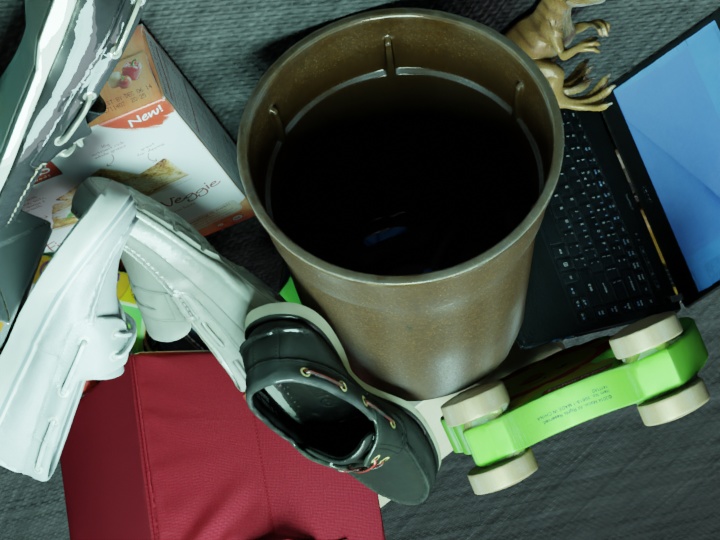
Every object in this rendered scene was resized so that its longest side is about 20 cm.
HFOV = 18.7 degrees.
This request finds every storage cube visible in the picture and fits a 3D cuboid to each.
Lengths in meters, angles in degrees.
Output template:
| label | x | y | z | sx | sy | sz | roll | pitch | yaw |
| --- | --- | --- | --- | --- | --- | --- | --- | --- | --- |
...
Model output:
| label | x | y | z | sx | sy | sz | roll | pitch | yaw |
| --- | --- | --- | --- | --- | --- | --- | --- | --- | --- |
| storage cube | -0.096 | 0.161 | 1.507 | 0.170 | 0.181 | 0.200 | -2 | 162 | -26 |

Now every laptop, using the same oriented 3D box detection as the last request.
| label | x | y | z | sx | sy | sz | roll | pitch | yaw |
| --- | --- | --- | --- | --- | --- | --- | --- | --- | --- |
| laptop | 0.180 | -0.064 | 1.504 | 0.198 | 0.178 | 0.103 | -12 | 156 | -19 |

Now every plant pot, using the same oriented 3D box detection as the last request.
| label | x | y | z | sx | sy | sz | roll | pitch | yaw |
| --- | --- | --- | --- | --- | --- | --- | --- | --- | --- |
| plant pot | 0.032 | -0.026 | 1.397 | 0.199 | 0.201 | 0.199 | -17 | 148 | -5 |

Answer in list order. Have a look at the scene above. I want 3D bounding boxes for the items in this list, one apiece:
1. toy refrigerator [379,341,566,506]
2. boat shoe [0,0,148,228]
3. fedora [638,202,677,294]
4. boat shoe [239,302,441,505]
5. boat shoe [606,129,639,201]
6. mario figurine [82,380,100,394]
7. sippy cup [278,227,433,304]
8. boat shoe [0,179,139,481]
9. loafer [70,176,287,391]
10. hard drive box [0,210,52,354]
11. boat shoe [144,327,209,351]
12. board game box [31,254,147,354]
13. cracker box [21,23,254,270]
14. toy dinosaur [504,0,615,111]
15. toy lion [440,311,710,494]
| label | x | y | z | sx | sy | sz | roll | pitch | yaw |
| --- | --- | --- | --- | --- | --- | --- | --- | --- | --- |
| toy refrigerator | 0.049 | 0.088 | 1.627 | 0.200 | 0.070 | 0.076 | -39 | 140 | 12 |
| boat shoe | -0.170 | -0.100 | 1.223 | 0.060 | 0.074 | 0.201 | 10 | 123 | -24 |
| fedora | 0.256 | -0.048 | 1.726 | 0.199 | 0.082 | 0.201 | -16 | 156 | -7 |
| boat shoe | -0.012 | 0.100 | 1.391 | 0.073 | 0.063 | 0.201 | -18 | 138 | 23 |
| boat shoe | 0.163 | -0.049 | 1.618 | 0.199 | 0.065 | 0.072 | -33 | -167 | 1 |
| mario figurine | -0.253 | 0.044 | 1.557 | 0.199 | 0.124 | 0.106 | -20 | 117 | 20 |
| sippy cup | 0.000 | 0.000 | 1.578 | 0.176 | 0.141 | 0.130 | 2 | 163 | -15 |
| boat shoe | -0.168 | 0.041 | 1.282 | 0.201 | 0.068 | 0.072 | -60 | -178 | 20 |
| loafer | -0.112 | 0.012 | 1.361 | 0.070 | 0.070 | 0.200 | -49 | 127 | 2 |
| hard drive box | -0.289 | 0.019 | 1.347 | 0.155 | 0.077 | 0.200 | 22 | 147 | -6 |
| boat shoe | -0.135 | 0.059 | 1.561 | 0.091 | 0.071 | 0.200 | -43 | -176 | -6 |
| board game box | -0.219 | 0.015 | 1.435 | 0.198 | 0.030 | 0.096 | 9 | 157 | -5 |
| cracker box | -0.158 | -0.067 | 1.375 | 0.133 | 0.058 | 0.200 | -22 | 157 | 7 |
| toy dinosaur | 0.108 | -0.135 | 1.467 | 0.106 | 0.061 | 0.200 | 23 | 132 | -25 |
| toy lion | 0.145 | 0.080 | 1.497 | 0.199 | 0.069 | 0.192 | -23 | -177 | 17 |
